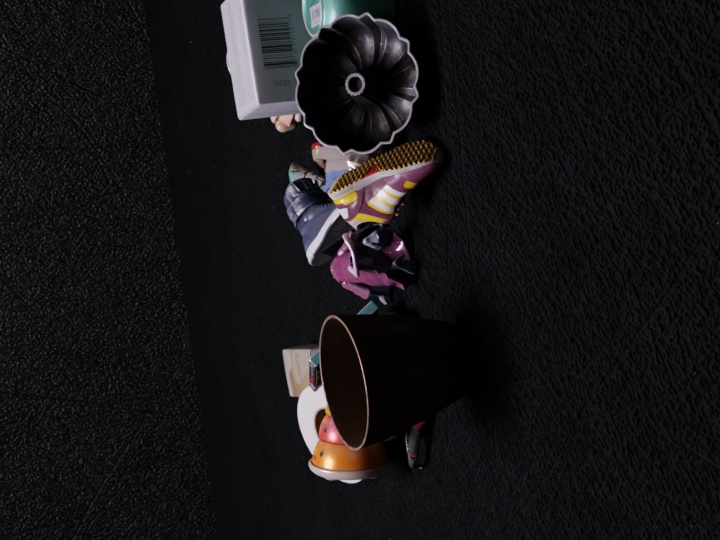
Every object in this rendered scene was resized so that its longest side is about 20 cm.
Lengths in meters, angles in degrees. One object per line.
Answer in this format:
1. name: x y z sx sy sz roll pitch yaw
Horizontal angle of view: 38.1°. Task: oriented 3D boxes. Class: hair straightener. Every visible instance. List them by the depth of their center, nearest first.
1. hair straightener: 0.094 0.239 1.698 0.077 0.040 0.203 -93 1 -58

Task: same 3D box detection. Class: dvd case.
1. dvd case: -0.031 0.132 1.769 0.022 0.146 0.200 44 166 12

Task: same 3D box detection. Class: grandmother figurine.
1. grandmother figurine: -0.134 -0.346 2.020 0.123 0.060 0.200 64 158 18

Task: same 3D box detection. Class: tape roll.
1. tape roll: -0.040 0.301 1.961 0.201 0.037 0.206 25 126 39

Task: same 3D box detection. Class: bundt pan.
1. bundt pan: 0.006 -0.270 1.532 0.076 0.199 0.205 -10 -89 -67

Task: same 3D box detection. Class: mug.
1. mug: -0.022 -0.421 1.602 0.187 0.113 0.153 103 151 -45

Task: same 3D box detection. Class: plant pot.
1. plant pot: 0.064 0.140 1.484 0.187 0.197 0.190 170 90 -69

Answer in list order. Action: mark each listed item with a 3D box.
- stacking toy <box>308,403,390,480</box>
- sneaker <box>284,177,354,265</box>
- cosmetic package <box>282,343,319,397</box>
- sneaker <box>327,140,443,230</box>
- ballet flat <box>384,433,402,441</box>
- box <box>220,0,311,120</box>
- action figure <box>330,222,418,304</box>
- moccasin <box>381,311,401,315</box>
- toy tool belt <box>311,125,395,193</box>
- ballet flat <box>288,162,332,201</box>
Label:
1. stacking toy: -0.019 0.254 1.816 0.146 0.144 0.204 -172 81 -69
2. sneaker: -0.064 -0.122 1.846 0.202 0.076 0.148 -46 60 46
3. cosmetic package: -0.093 0.203 2.114 0.200 0.070 0.107 163 97 -70
4. sneaker: 0.051 -0.123 1.545 0.198 0.075 0.091 -17 120 35
5. ballet flat: 0.043 0.253 1.747 0.200 0.056 0.067 86 167 -80
6. box: -0.115 -0.371 1.756 0.130 0.197 0.202 175 86 -67
7. action figure: 0.000 0.000 1.695 0.199 0.147 0.136 -15 90 56
8. moccasin: 0.038 0.132 1.731 0.202 0.073 0.079 114 139 -57
9. toy tool belt: -0.015 -0.160 1.675 0.199 0.123 0.125 -9 90 58
10. ballet flat: -0.074 -0.126 1.955 0.071 0.068 0.203 -38 66 47
